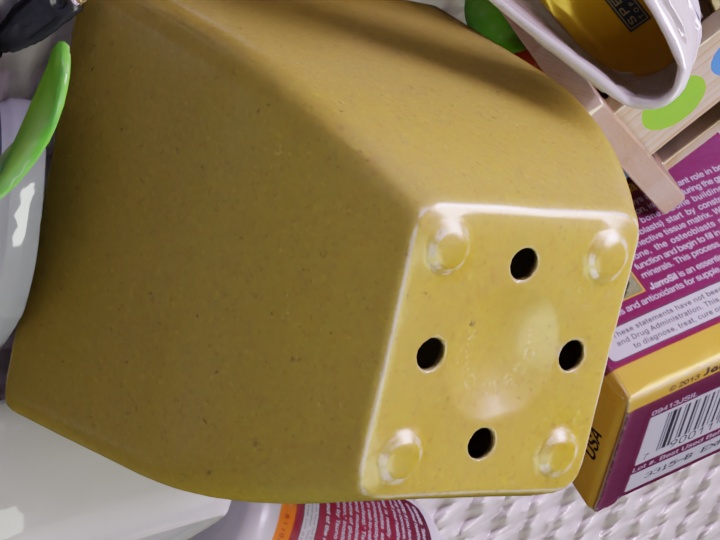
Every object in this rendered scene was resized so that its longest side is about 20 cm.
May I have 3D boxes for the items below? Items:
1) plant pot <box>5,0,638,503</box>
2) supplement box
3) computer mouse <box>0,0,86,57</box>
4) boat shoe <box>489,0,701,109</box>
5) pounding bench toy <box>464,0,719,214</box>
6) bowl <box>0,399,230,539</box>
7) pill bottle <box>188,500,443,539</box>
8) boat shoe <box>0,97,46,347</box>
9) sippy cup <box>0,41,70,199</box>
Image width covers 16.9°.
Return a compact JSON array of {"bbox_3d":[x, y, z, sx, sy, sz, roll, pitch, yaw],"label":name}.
[{"bbox_3d":[0.000,0.000,0.983,0.193,0.200,0.197,2,106,-38],"label":"plant pot"},{"bbox_3d":[0.119,-0.007,1.170,0.130,0.201,0.104,-21,149,-20],"label":"supplement box"},{"bbox_3d":[-0.127,-0.131,0.901,0.200,0.046,0.140,-43,148,16],"label":"computer mouse"},{"bbox_3d":[0.059,-0.139,0.941,0.071,0.070,0.200,-36,108,22],"label":"boat shoe"},{"bbox_3d":[0.119,-0.137,1.055,0.156,0.125,0.200,-38,150,9],"label":"pounding bench toy"},{"bbox_3d":[-0.150,0.111,1.145,0.199,0.075,0.200,-13,168,-34],"label":"bowl"},{"bbox_3d":[-0.026,0.160,1.320,0.113,0.113,0.199,-44,133,18],"label":"pill bottle"},{"bbox_3d":[-0.180,0.003,1.019,0.066,0.074,0.201,6,138,-18],"label":"boat shoe"},{"bbox_3d":[-0.190,-0.095,0.806,0.177,0.140,0.131,7,118,-53],"label":"sippy cup"}]
